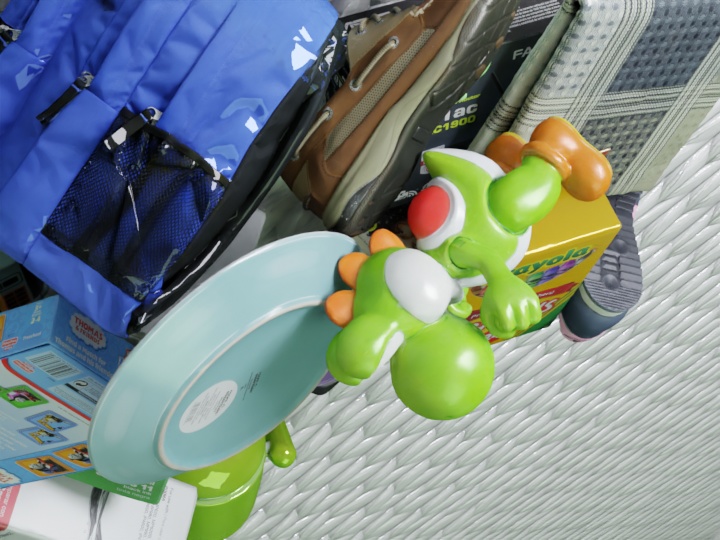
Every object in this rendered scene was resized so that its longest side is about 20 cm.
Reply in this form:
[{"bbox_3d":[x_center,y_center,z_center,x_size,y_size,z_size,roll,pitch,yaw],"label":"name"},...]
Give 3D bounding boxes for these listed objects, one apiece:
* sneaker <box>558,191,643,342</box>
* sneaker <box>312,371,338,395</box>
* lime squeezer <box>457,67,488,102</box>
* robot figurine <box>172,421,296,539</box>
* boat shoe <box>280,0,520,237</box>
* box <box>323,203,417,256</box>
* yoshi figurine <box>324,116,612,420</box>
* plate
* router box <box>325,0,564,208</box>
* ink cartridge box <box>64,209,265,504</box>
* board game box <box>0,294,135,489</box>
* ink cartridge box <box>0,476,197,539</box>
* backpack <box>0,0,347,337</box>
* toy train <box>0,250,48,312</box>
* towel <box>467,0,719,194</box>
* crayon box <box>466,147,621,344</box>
[{"bbox_3d":[0.186,-0.034,0.970,0.069,0.202,0.082,19,144,-7],"label":"sneaker"},{"bbox_3d":[0.011,0.030,0.990,0.199,0.076,0.088,-30,145,-36],"label":"sneaker"},{"bbox_3d":[0.037,-0.124,0.732,0.070,0.038,0.201,33,95,-24],"label":"lime squeezer"},{"bbox_3d":[-0.149,0.181,1.115,0.173,0.117,0.201,-4,146,-13],"label":"robot figurine"},{"bbox_3d":[0.022,-0.116,0.687,0.201,0.074,0.076,-55,167,4],"label":"boat shoe"},{"bbox_3d":[0.000,0.000,0.908,0.199,0.075,0.050,-36,164,-38],"label":"box"},{"bbox_3d":[0.067,0.009,0.696,0.200,0.111,0.113,-46,145,-22],"label":"yoshi figurine"},{"bbox_3d":[-0.067,0.061,0.692,0.199,0.026,0.201,-35,155,-19],"label":"plate"},{"bbox_3d":[0.074,-0.127,0.839,0.198,0.063,0.151,-19,149,-13],"label":"router box"},{"bbox_3d":[-0.145,0.053,0.862,0.082,0.148,0.201,20,139,-6],"label":"ink cartridge box"},{"bbox_3d":[-0.217,0.086,0.758,0.198,0.037,0.151,-16,143,26],"label":"board game box"},{"bbox_3d":[-0.256,0.194,0.974,0.199,0.085,0.144,27,150,-31],"label":"ink cartridge box"},{"bbox_3d":[-0.111,-0.092,0.627,0.167,0.163,0.201,39,94,-14],"label":"backpack"},{"bbox_3d":[-0.268,0.033,0.821,0.113,0.086,0.201,-27,153,-16],"label":"toy train"},{"bbox_3d":[0.175,-0.120,0.828,0.191,0.035,0.201,-10,145,-31],"label":"towel"},{"bbox_3d":[0.102,-0.003,0.852,0.126,0.051,0.201,-16,156,-17],"label":"crayon box"}]
